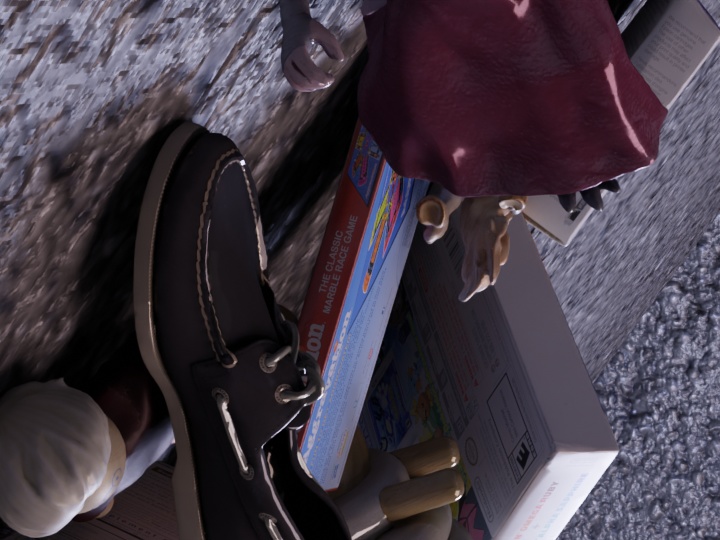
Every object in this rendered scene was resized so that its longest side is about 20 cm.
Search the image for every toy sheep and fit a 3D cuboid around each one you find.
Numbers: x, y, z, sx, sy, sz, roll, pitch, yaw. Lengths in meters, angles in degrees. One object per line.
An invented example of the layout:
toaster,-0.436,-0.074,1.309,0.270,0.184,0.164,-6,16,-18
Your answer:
toy sheep,0.000,0.159,0.911,0.138,0.200,0.138,-17,-169,3

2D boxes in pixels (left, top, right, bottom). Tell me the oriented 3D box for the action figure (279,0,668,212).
action figure,0.042,-0.114,0.596,0.200,0.134,0.149,72,14,-45

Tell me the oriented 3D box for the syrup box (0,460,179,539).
syrup box,-0.116,0.146,0.773,0.200,0.081,0.079,-23,132,-68

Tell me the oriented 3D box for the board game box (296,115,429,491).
board game box,0.000,0.000,0.804,0.103,0.019,0.200,21,86,-79

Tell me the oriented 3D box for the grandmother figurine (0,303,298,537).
grandmother figurine,-0.083,0.054,0.724,0.200,0.061,0.121,-29,139,-67

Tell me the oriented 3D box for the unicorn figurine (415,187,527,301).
unicorn figurine,0.071,-0.097,0.817,0.200,0.074,0.137,-65,175,31

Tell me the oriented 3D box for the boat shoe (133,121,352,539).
boat shoe,-0.036,0.038,0.676,0.073,0.063,0.200,-53,145,-51

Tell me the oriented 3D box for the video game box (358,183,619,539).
video game box,0.057,0.074,1.020,0.047,0.200,0.182,4,138,-26

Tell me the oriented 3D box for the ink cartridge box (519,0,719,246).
ink cartridge box,0.166,-0.120,1.087,0.200,0.041,0.200,-55,-179,14
